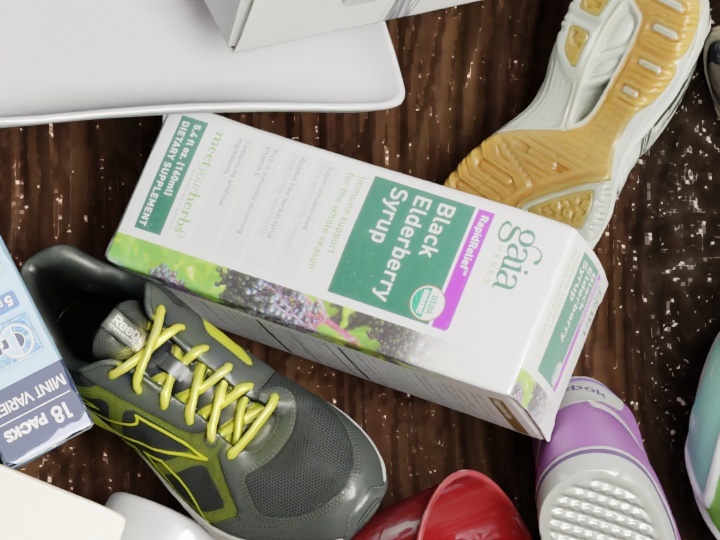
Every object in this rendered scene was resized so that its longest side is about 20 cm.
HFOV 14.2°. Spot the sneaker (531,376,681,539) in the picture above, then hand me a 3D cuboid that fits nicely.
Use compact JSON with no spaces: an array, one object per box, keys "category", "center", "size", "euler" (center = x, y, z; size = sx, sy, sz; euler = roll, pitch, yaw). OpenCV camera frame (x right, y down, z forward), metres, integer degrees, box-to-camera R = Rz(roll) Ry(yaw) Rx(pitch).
[{"category":"sneaker","center":[0.123,0.140,1.322],"size":[0.072,0.114,0.201],"euler":[-12,118,3]}]

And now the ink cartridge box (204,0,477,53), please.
[{"category":"ink cartridge box","center":[0.008,-0.192,1.288],"size":[0.199,0.083,0.147],"euler":[-14,61,-26]}]

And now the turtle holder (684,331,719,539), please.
[{"category":"turtle holder","center":[0.215,0.090,1.316],"size":[0.140,0.132,0.186],"euler":[-17,116,-21]}]

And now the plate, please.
[{"category":"plate","center":[-0.096,-0.142,1.293],"size":[0.199,0.032,0.200],"euler":[-3,58,-19]}]

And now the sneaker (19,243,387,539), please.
[{"category":"sneaker","center":[-0.078,0.055,1.236],"size":[0.199,0.085,0.075],"euler":[27,75,31]}]

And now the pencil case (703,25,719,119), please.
[{"category":"pencil case","center":[0.260,-0.104,1.373],"size":[0.199,0.090,0.078],"euler":[-18,72,-13]}]

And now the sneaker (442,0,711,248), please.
[{"category":"sneaker","center":[0.102,-0.053,1.342],"size":[0.076,0.088,0.200],"euler":[38,99,16]}]

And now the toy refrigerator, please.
[{"category":"toy refrigerator","center":[-0.155,0.124,1.195],"size":[0.076,0.200,0.070],"euler":[23,79,-9]}]

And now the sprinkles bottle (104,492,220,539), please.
[{"category":"sprinkles bottle","center":[-0.120,0.199,1.261],"size":[0.068,0.068,0.201],"euler":[27,78,-8]}]

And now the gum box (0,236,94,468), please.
[{"category":"gum box","center":[-0.184,-0.009,1.222],"size":[0.044,0.170,0.201],"euler":[-27,90,-14]}]

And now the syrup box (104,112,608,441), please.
[{"category":"syrup box","center":[0.000,0.000,1.264],"size":[0.199,0.081,0.079],"euler":[18,78,22]}]

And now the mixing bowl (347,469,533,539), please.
[{"category":"mixing bowl","center":[0.013,0.192,1.248],"size":[0.108,0.200,0.201],"euler":[-11,84,22]}]
